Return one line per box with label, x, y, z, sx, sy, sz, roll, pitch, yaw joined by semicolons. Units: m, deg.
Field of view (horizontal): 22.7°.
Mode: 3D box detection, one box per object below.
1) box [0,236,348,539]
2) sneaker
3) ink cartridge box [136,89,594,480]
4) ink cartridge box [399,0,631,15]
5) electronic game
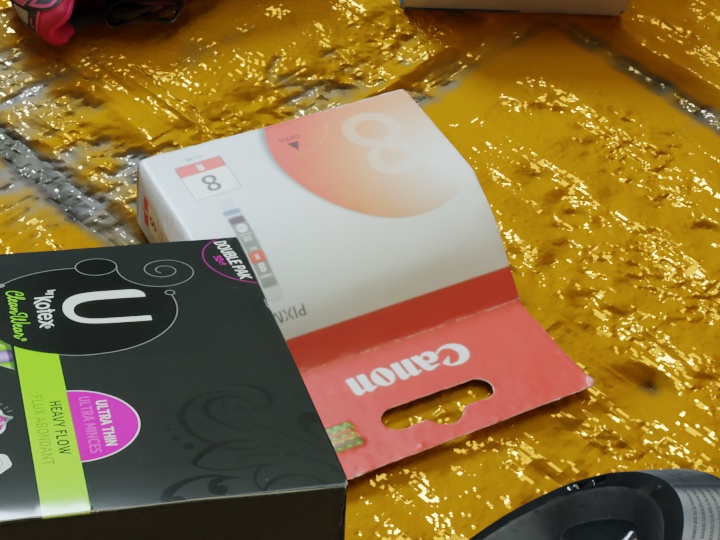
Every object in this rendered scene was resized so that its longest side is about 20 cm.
box;-0.098;0.087;0.681;0.147;0.125;0.200;-5;26;-14
sneaker;-0.111;-0.182;1.041;0.199;0.081;0.075;-20;65;-18
ink cartridge box;0.000;0.000;0.882;0.161;0.050;0.200;-17;46;-26
ink cartridge box;0.094;-0.265;1.101;0.145;0.084;0.202;0;69;-9
electronic game;0.060;0.144;0.659;0.042;0.199;0.200;51;46;-12
